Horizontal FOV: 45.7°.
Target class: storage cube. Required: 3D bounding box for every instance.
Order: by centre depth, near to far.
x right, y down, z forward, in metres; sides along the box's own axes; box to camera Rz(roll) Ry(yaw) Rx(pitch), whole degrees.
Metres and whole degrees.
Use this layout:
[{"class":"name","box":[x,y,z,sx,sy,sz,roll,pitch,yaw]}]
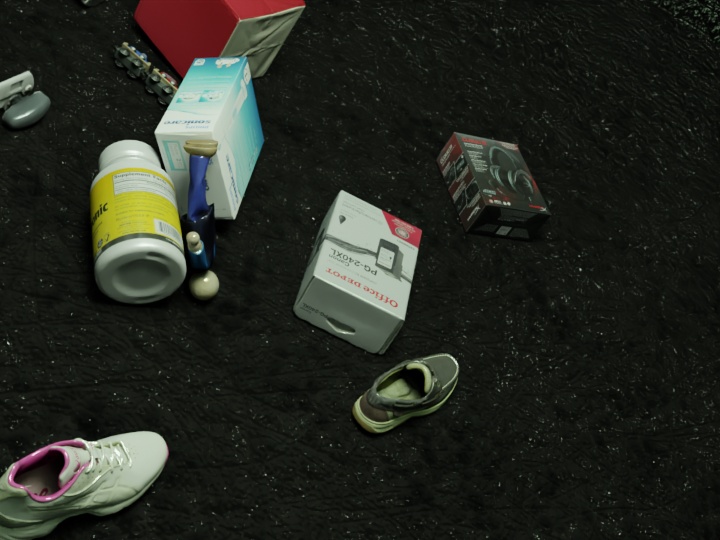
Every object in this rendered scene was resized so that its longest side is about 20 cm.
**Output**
[{"class":"storage cube","box":[-0.232,-0.425,1.407,0.180,0.200,0.170,49,42,8]}]

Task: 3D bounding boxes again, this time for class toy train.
[{"class":"toy train","box":[-0.310,-0.291,1.345,0.199,0.034,0.046,41,37,7]}]

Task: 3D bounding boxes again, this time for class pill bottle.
[{"class":"pill bottle","box":[-0.286,-0.068,1.086,0.110,0.112,0.202,7,47,-28]}]

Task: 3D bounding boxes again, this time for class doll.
[{"class":"doll","box":[-0.204,-0.059,1.087,0.048,0.203,0.137,0,17,-7]}]

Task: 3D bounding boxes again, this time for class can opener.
[{"class":"can opener","box":[-0.494,-0.204,1.125,0.067,0.054,0.200,36,42,4]}]

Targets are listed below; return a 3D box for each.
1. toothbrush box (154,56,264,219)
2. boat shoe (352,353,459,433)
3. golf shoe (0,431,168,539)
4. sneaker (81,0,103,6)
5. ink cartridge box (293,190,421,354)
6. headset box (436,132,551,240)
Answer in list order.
[{"class":"toothbrush box","box":[-0.208,-0.189,1.216,0.084,0.148,0.201,0,43,9]},{"class":"boat shoe","box":[0.074,0.154,1.145,0.200,0.066,0.072,-20,62,-44]},{"class":"golf shoe","box":[-0.272,0.202,0.852,0.199,0.092,0.076,-18,60,-44]},{"class":"sneaker","box":[-0.431,-0.521,1.458,0.080,0.074,0.200,34,40,4]},{"class":"ink cartridge box","box":[0.000,0.000,1.231,0.144,0.084,0.201,26,41,-10]},{"class":"headset box","box":[0.235,-0.159,1.546,0.147,0.077,0.202,7,49,-28]}]
